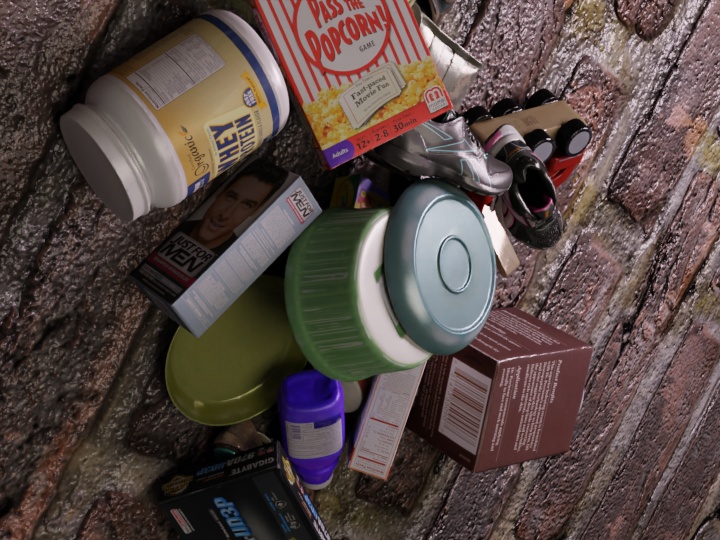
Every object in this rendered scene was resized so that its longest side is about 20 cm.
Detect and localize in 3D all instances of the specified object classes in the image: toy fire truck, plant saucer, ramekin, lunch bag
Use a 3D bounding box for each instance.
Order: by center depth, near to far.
[{"bbox_3d":[0.016,0.023,1.313,0.199,0.097,0.203,9,79,-48],"label":"ramekin"},{"bbox_3d":[0.099,-0.006,1.319,0.199,0.027,0.204,7,80,-48],"label":"plant saucer"},{"bbox_3d":[0.019,-0.225,1.333,0.199,0.117,0.165,31,90,-38],"label":"lunch bag"},{"bbox_3d":[-0.146,0.090,1.377,0.198,0.031,0.203,-19,126,-28],"label":"plant saucer"},{"bbox_3d":[0.213,-0.115,1.563,0.174,0.129,0.202,-18,140,-28],"label":"toy fire truck"}]

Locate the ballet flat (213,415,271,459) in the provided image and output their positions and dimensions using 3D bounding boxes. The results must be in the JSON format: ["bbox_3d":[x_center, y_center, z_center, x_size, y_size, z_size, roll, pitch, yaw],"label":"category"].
[{"bbox_3d":[-0.119,0.258,1.470,0.068,0.067,0.201,-63,144,-38],"label":"ballet flat"}]

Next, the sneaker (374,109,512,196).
[{"bbox_3d":[0.109,-0.138,1.317,0.198,0.075,0.080,11,107,-41],"label":"sneaker"}]

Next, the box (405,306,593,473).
[{"bbox_3d":[0.187,0.160,1.616,0.198,0.163,0.168,-3,111,-40],"label":"box"}]

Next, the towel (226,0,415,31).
[{"bbox_3d":[-0.050,-0.297,1.238,0.199,0.036,0.149,37,85,-13],"label":"towel"}]

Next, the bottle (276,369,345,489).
[{"bbox_3d":[-0.059,0.205,1.462,0.082,0.066,0.201,-7,140,-4],"label":"bottle"}]

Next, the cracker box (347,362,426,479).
[{"bbox_3d":[0.039,0.151,1.505,0.057,0.134,0.203,18,100,-3],"label":"cracker box"}]

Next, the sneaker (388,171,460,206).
[{"bbox_3d":[0.081,-0.117,1.431,0.090,0.075,0.203,34,60,-41],"label":"sneaker"}]

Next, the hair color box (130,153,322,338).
[{"bbox_3d":[-0.148,-0.030,1.286,0.200,0.099,0.061,-46,131,-15],"label":"hair color box"}]

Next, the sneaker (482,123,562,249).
[{"bbox_3d":[0.211,-0.084,1.451,0.080,0.087,0.200,-39,135,1],"label":"sneaker"}]

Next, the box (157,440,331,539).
[{"bbox_3d":[-0.138,0.309,1.432,0.157,0.046,0.202,-17,127,7],"label":"box"}]

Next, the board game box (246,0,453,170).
[{"bbox_3d":[-0.012,-0.228,1.210,0.150,0.046,0.202,-27,99,-10],"label":"board game box"}]

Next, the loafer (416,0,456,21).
[{"bbox_3d":[0.052,-0.356,1.334,0.199,0.072,0.063,32,94,-46],"label":"loafer"}]

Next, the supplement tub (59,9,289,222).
[{"bbox_3d":[-0.185,-0.154,1.166,0.199,0.144,0.146,-38,130,-21],"label":"supplement tub"}]

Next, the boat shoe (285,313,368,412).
[{"bbox_3d":[-0.039,0.080,1.455,0.202,0.070,0.063,67,28,-22],"label":"boat shoe"}]

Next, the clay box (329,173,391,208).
[{"bbox_3d":[0.000,0.000,1.409,0.114,0.047,0.203,32,61,-44],"label":"clay box"}]
